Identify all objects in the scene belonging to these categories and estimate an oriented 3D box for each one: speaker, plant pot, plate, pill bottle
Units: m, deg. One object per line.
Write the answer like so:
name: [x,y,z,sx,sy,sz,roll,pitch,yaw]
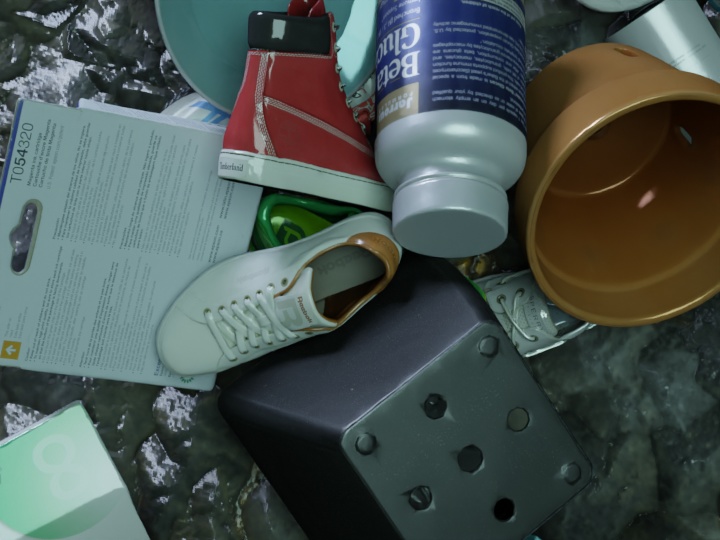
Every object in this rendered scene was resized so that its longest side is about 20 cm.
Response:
speaker: [0.281,-0.127,1.366,0.081,0.081,0.201,-34,92,-12]
plant pot: [0.197,-0.078,1.273,0.198,0.140,0.202,-8,126,-11]
plate: [-0.063,-0.209,1.249,0.198,0.026,0.202,-6,103,-27]
pill bottle: [0.065,-0.117,1.215,0.110,0.111,0.202,6,65,-11]
plant pot: [0.049,0.119,1.177,0.199,0.177,0.200,-37,102,-13]

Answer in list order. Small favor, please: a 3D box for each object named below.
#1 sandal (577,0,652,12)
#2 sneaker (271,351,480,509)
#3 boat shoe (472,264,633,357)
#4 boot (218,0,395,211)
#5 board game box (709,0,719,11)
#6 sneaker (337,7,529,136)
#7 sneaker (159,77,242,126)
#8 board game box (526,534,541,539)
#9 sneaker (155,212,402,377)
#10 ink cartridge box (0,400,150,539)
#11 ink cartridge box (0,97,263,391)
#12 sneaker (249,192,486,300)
sandal: [0.234,-0.271,1.386,0.202,0.050,0.083,-40,97,-26]
sneaker: [0.018,0.109,1.305,0.200,0.078,0.100,43,72,-14]
boat shoe: [0.132,0.031,1.328,0.198,0.069,0.071,-22,93,-11]
boot: [-0.016,-0.122,1.240,0.199,0.072,0.146,11,89,-52]
board game box: [0.297,-0.335,1.348,0.151,0.047,0.202,36,69,-40]
sneaker: [0.042,-0.138,1.327,0.200,0.067,0.108,33,81,-4]
sneaker: [-0.130,-0.095,1.291,0.199,0.072,0.073,-36,110,-12]
board game box: [0.139,0.332,1.317,0.150,0.047,0.201,34,80,-7]
sneaker: [-0.063,0.021,1.203,0.199,0.085,0.073,-29,104,9]
ink cartridge box: [-0.233,0.222,1.252,0.160,0.050,0.201,-28,89,-12]
ink cartridge box: [-0.178,-0.019,1.229,0.198,0.043,0.198,9,104,-27]
sneaker: [0.000,0.000,1.286,0.198,0.084,0.075,23,79,1]
